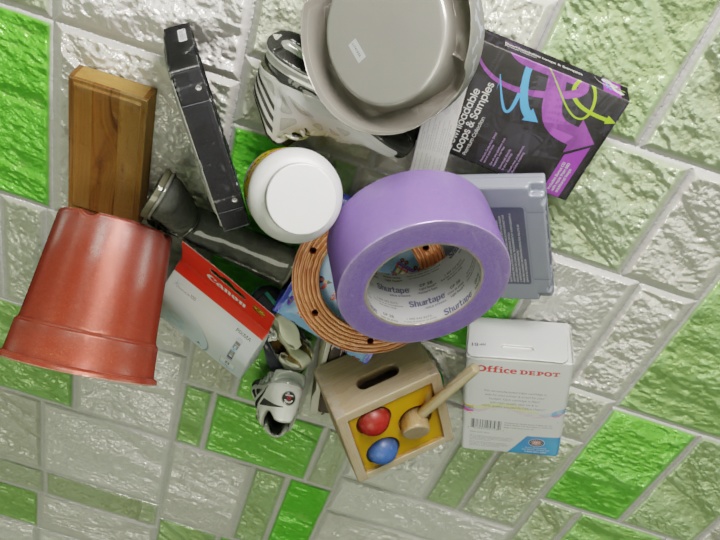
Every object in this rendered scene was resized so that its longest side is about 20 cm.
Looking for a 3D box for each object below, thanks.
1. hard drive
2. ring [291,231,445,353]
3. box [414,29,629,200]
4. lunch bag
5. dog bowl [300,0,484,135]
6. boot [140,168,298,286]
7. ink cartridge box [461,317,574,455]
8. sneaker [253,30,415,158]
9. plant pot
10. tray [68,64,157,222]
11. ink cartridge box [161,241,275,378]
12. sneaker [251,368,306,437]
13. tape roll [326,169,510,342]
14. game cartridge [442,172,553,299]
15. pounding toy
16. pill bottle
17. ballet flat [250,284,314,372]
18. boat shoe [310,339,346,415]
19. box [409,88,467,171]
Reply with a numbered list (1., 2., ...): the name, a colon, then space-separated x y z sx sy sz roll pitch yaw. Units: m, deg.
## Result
1. hard drive: -0.177 -0.163 0.887 0.038 0.140 0.201 -17 129 -5
2. ring: 0.012 0.011 0.991 0.199 0.019 0.202 0 108 -1
3. box: 0.175 -0.175 0.872 0.199 0.036 0.143 21 130 -4
4. lunch bag: 0.000 0.000 1.031 0.150 0.094 0.200 31 120 -11
5. dog bowl: 0.034 -0.238 0.778 0.199 0.059 0.201 10 107 34
6. boot: -0.174 -0.045 0.996 0.199 0.073 0.182 31 172 -6
7. ink cartridge box: 0.221 0.167 1.116 0.144 0.085 0.201 4 131 8
8. sneaker: -0.036 -0.175 0.896 0.200 0.076 0.115 36 138 0
9. plant pot: -0.339 0.032 1.000 0.200 0.196 0.201 12 172 2
10. tray: -0.321 -0.153 0.995 0.098 0.037 0.201 17 130 -3
11. ink cartridge box: -0.203 0.061 1.068 0.160 0.047 0.200 39 154 2
12. sneaker: -0.134 0.212 1.188 0.074 0.089 0.200 12 160 -9
13. tape roll: 0.064 -0.012 0.887 0.199 0.085 0.201 -7 137 -7
14. game cartridge: 0.168 -0.040 0.964 0.132 0.041 0.201 -1 138 16
15. pounding toy: 0.059 0.188 1.099 0.199 0.142 0.185 -23 132 -7
16. pill bottle: -0.078 -0.087 0.881 0.104 0.200 0.105 -2 99 -11
17. ballet flat: -0.107 0.105 1.124 0.073 0.073 0.201 -3 135 14
18. boat shoe: -0.038 0.150 1.167 0.059 0.072 0.201 8 134 -4
19. box: 0.084 -0.147 0.868 0.041 0.039 0.201 15 131 5
